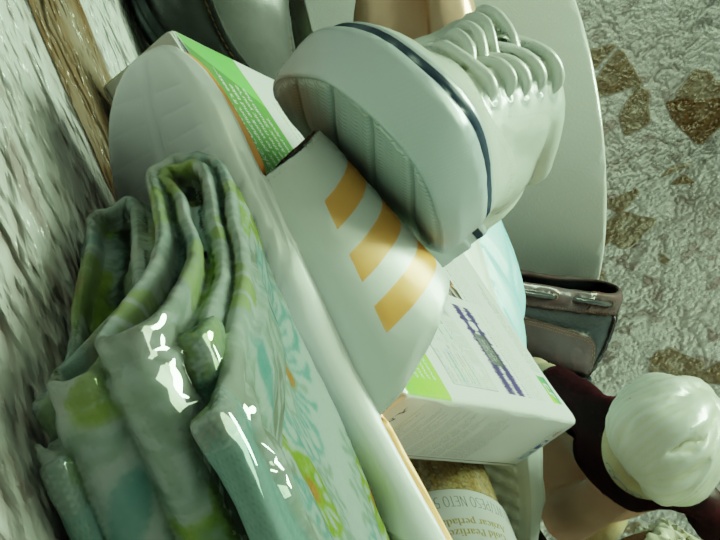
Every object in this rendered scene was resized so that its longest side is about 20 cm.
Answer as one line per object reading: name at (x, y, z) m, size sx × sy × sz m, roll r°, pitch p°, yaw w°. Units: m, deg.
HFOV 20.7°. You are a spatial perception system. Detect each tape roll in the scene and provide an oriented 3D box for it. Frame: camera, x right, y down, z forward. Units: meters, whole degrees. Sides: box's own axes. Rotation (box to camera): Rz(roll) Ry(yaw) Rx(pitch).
tape roll at (0.035, -0.064, 1.039) m, size 0.203 × 0.138 × 0.205 m, roll 172°, pitch -90°, yaw -81°

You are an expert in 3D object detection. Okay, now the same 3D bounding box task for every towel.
towel at (-0.009, 0.080, 0.437) m, size 0.171 × 0.048 × 0.201 m, roll -102°, pitch 170°, yaw -74°

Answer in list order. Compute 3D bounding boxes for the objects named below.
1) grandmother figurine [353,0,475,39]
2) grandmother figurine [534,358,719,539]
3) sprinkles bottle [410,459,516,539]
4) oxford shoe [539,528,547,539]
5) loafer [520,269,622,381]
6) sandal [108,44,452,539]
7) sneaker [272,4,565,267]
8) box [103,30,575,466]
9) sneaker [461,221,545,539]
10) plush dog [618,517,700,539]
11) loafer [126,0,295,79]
grandmother figurine at (0.024, -0.161, 0.877) m, size 0.121 × 0.060 × 0.202 m, roll -16°, pitch 104°, yaw -51°
grandmother figurine at (0.115, 0.085, 0.857) m, size 0.121 × 0.061 × 0.200 m, roll 30°, pitch -12°, yaw 2°
sprinkles bottle at (0.037, 0.138, 0.714) m, size 0.068 × 0.068 × 0.201 m, roll 65°, pitch 3°, yaw -48°
oxford shoe at (0.032, 0.111, 0.887) m, size 0.201 × 0.072 × 0.084 m, roll 56°, pitch 4°, yaw 3°
loafer at (0.047, 0.003, 0.930) m, size 0.199 × 0.063 × 0.072 m, roll 26°, pitch 11°, yaw -39°
sandal at (-0.002, 0.025, 0.552) m, size 0.079 × 0.059 × 0.208 m, roll -4°, pitch -63°, yaw 61°
sneaker at (0.024, -0.050, 0.588) m, size 0.073 × 0.071 × 0.200 m, roll 43°, pitch -1°, yaw 4°
box at (0.000, 0.000, 0.697) m, size 0.145 × 0.036 × 0.200 m, roll 57°, pitch 13°, yaw 18°
sneaker at (0.048, 0.037, 0.835) m, size 0.082 × 0.073 × 0.202 m, roll -5°, pitch 86°, yaw -59°
plush dog at (0.123, 0.217, 0.782) m, size 0.160 × 0.172 × 0.200 m, roll 36°, pitch -10°, yaw 16°
loafer at (-0.060, -0.138, 0.838) m, size 0.073 × 0.072 × 0.201 m, roll 26°, pitch 32°, yaw -51°
